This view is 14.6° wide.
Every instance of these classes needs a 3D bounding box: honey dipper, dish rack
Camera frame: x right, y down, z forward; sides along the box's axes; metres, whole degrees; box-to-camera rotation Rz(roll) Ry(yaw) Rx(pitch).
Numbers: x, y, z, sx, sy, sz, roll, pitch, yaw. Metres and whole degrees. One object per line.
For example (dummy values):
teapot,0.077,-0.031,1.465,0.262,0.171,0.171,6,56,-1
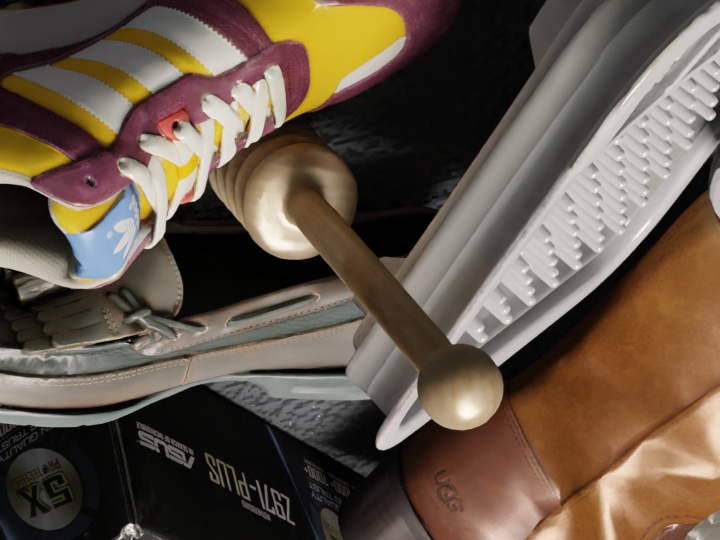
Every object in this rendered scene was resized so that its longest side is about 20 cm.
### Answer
honey dipper,0.000,0.000,0.807,0.038,0.200,0.038,-7,114,-17
dish rack,0.073,-0.044,0.848,0.172,0.044,0.200,-36,164,-47

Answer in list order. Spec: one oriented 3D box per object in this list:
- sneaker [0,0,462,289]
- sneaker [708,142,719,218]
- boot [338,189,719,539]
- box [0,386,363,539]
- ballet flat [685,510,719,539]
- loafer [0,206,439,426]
sneaker,-0.061,-0.040,0.818,0.199,0.090,0.075,-17,143,3
sneaker,0.209,-0.046,0.901,0.199,0.077,0.076,-16,145,-11
boot,0.122,0.086,1.009,0.200,0.069,0.188,-40,99,25
box,-0.110,0.132,1.024,0.200,0.086,0.164,-33,140,21
ballet flat,0.098,0.103,1.099,0.199,0.046,0.068,-14,107,-10
loafer,-0.059,0.003,0.900,0.200,0.072,0.063,-2,134,-31
